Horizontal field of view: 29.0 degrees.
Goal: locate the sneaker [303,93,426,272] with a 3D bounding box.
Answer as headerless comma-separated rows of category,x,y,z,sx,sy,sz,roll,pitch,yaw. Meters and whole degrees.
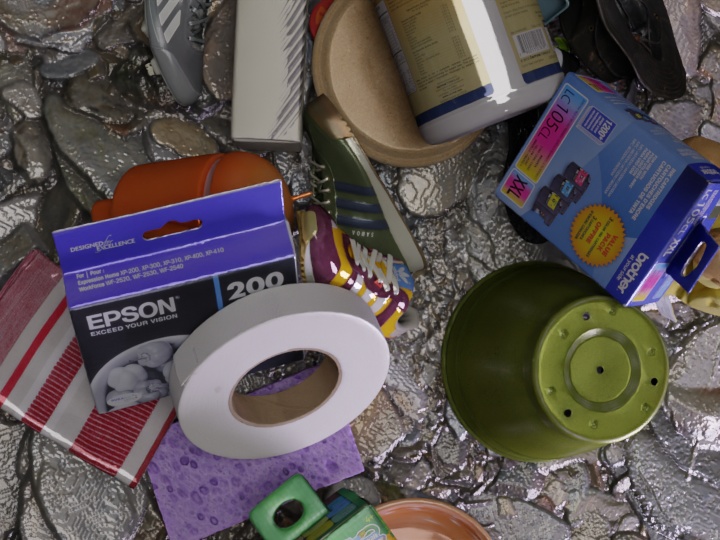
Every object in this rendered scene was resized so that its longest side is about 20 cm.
sneaker,-0.018,-0.059,1.321,0.089,0.067,0.201,-33,113,-4

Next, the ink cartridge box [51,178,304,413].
ink cartridge box,-0.148,0.026,1.191,0.196,0.201,0.044,-14,48,-9

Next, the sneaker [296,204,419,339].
sneaker,0.000,0.000,1.258,0.089,0.201,0.076,-9,60,8

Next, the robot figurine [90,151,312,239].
robot figurine,-0.146,-0.045,1.260,0.198,0.144,0.118,-6,66,24

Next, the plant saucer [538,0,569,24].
plant saucer,0.132,-0.326,1.366,0.019,0.070,0.201,-28,85,-46

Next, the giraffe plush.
giraffe plush,0.330,-0.056,1.356,0.171,0.200,0.163,26,77,14

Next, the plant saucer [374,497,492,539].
plant saucer,0.047,0.321,1.356,0.197,0.037,0.203,0,88,-11

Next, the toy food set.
toy food set,0.043,-0.201,1.362,0.195,0.049,0.203,7,88,-11

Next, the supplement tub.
supplement tub,0.091,-0.231,1.275,0.143,0.144,0.202,-21,92,-11

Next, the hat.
hat,0.244,-0.249,1.380,0.200,0.080,0.203,31,47,-40

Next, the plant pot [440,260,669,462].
plant pot,0.195,0.089,1.311,0.198,0.193,0.203,0,88,-11

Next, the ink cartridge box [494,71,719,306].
ink cartridge box,0.235,-0.063,1.233,0.200,0.076,0.137,42,115,25

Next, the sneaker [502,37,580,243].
sneaker,0.193,-0.128,1.377,0.082,0.071,0.203,-6,101,-33

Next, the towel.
towel,-0.257,0.089,1.283,0.199,0.023,0.145,34,61,-9

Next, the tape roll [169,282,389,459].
tape roll,-0.072,0.092,1.239,0.200,0.204,0.037,-15,51,-11

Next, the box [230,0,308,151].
box,-0.084,-0.217,1.317,0.067,0.082,0.203,2,89,-1

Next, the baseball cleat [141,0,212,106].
baseball cleat,-0.159,-0.261,1.303,0.105,0.070,0.203,-13,91,15

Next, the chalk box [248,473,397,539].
chalk box,-0.019,0.282,1.263,0.124,0.124,0.201,-37,95,-10

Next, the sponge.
sponge,-0.105,0.175,1.333,0.198,0.030,0.113,-21,92,-10
